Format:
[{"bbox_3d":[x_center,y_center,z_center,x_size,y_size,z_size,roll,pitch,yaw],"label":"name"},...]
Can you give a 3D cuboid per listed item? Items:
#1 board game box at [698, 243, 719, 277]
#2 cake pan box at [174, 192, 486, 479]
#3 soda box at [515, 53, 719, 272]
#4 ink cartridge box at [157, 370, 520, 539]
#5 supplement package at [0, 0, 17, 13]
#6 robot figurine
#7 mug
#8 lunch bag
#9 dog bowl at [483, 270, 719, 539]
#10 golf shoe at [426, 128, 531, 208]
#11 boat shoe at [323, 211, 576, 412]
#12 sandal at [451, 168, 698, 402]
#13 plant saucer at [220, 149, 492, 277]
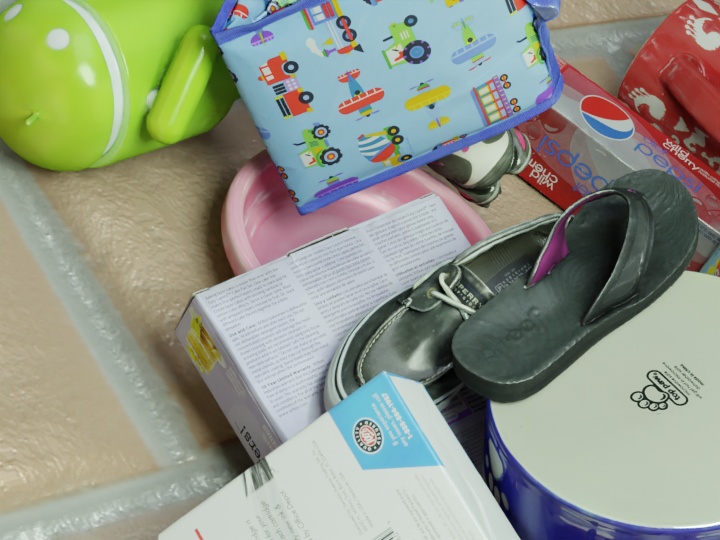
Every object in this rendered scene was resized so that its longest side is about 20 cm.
[{"bbox_3d":[0.294,0.075,1.530,0.104,0.103,0.201,15,43,-18],"label":"board game box"},{"bbox_3d":[0.018,0.064,1.341,0.199,0.052,0.185,-24,73,-32],"label":"cake pan box"},{"bbox_3d":[0.187,-0.069,1.634,0.200,0.070,0.063,38,41,7],"label":"soda box"},{"bbox_3d":[-0.026,0.160,1.219,0.116,0.200,0.068,58,13,18],"label":"ink cartridge box"},{"bbox_3d":[-0.319,-0.255,1.451,0.200,0.152,0.150,45,42,16],"label":"supplement package"},{"bbox_3d":[-0.158,-0.130,1.451,0.199,0.116,0.175,-21,37,-41],"label":"robot figurine"},{"bbox_3d":[0.301,-0.115,1.683,0.200,0.178,0.133,42,79,18],"label":"mug"},{"bbox_3d":[0.028,-0.140,1.399,0.199,0.151,0.094,-14,40,14],"label":"lunch bag"},{"bbox_3d":[0.168,0.094,1.258,0.199,0.079,0.201,-2,43,2],"label":"dog bowl"},{"bbox_3d":[0.034,-0.125,1.548,0.200,0.077,0.088,39,4,41],"label":"golf shoe"},{"bbox_3d":[0.056,0.022,1.307,0.072,0.071,0.200,44,56,8],"label":"boat shoe"},{"bbox_3d":[0.128,-0.002,1.268,0.075,0.048,0.200,26,51,27],"label":"sandal"},{"bbox_3d":[0.000,0.000,1.464,0.199,0.051,0.201,16,40,-14],"label":"plant saucer"}]
